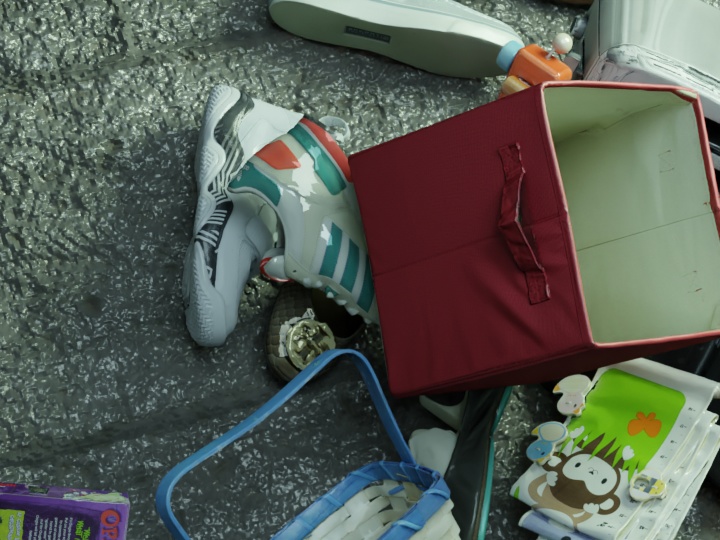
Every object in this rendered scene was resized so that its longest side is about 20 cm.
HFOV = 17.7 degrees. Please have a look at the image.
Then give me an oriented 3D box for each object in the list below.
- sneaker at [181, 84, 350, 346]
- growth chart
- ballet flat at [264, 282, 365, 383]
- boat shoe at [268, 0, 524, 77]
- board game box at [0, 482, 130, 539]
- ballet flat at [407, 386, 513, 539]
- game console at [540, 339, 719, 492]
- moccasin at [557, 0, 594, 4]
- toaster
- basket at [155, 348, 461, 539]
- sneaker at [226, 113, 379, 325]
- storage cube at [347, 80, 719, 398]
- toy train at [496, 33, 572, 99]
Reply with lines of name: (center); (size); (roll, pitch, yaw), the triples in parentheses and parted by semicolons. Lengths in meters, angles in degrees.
sneaker: (-0.064, -0.036, 1.648); (0.114, 0.075, 0.201); (8, 63, -8)
growth chart: (0.174, 0.138, 1.589); (0.144, 0.018, 0.201); (9, 54, 28)
ballet flat: (0.000, 0.000, 1.657); (0.068, 0.046, 0.200); (52, 59, -23)
boat shoe: (0.032, -0.202, 1.748); (0.199, 0.070, 0.072); (14, 68, -5)
board game box: (-0.216, 0.234, 1.461); (0.119, 0.032, 0.202); (7, 100, -7)
ballet flat: (0.070, 0.114, 1.628); (0.068, 0.068, 0.201); (14, 54, 3)
game console: (0.254, 0.059, 1.720); (0.175, 0.117, 0.201); (17, 59, 27)
moccasin: (0.138, -0.266, 1.798); (0.200, 0.078, 0.074); (25, 63, -3)
toaster: (0.242, -0.125, 1.724); (0.199, 0.114, 0.129); (26, 35, -4)
basket: (-0.025, 0.176, 1.519); (0.176, 0.139, 0.201); (-35, 109, -25)
sneaker: (-0.018, -0.003, 1.600); (0.093, 0.070, 0.201); (-32, 101, -8)
storage cube: (0.121, -0.019, 1.536); (0.199, 0.179, 0.172); (-4, 80, -46)
toy train: (0.153, -0.067, 1.665); (0.200, 0.151, 0.055); (42, 37, 19)
